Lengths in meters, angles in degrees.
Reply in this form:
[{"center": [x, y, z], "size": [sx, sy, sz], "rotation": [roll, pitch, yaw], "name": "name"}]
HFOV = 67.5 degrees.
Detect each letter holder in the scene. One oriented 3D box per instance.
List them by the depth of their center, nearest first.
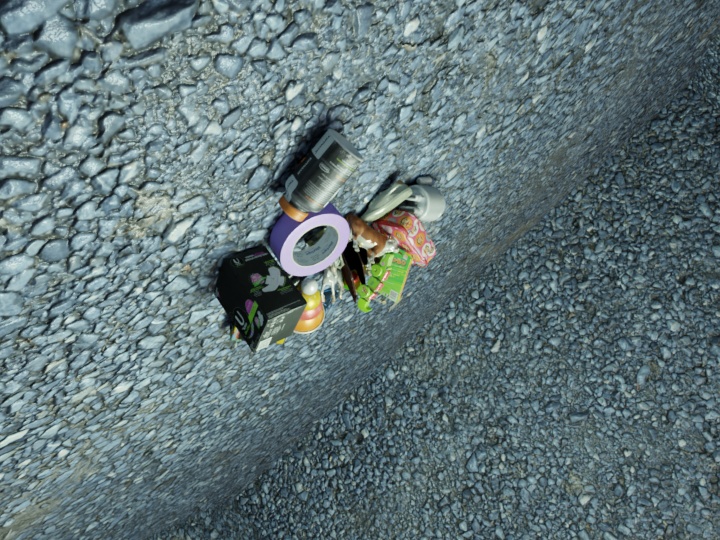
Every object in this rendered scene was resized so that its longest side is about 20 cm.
[{"center": [0.000, 0.000, 1.704], "size": [0.100, 0.143, 0.200], "rotation": [-18, 155, -6], "name": "letter holder"}]

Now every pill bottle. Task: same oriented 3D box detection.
[{"center": [-0.094, -0.202, 1.185], "size": [0.200, 0.106, 0.106], "rotation": [-47, 160, 17], "name": "pill bottle"}]

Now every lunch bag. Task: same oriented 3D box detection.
[{"center": [0.129, -0.107, 1.686], "size": [0.082, 0.176, 0.200], "rotation": [-51, 129, -17], "name": "lunch bag"}]

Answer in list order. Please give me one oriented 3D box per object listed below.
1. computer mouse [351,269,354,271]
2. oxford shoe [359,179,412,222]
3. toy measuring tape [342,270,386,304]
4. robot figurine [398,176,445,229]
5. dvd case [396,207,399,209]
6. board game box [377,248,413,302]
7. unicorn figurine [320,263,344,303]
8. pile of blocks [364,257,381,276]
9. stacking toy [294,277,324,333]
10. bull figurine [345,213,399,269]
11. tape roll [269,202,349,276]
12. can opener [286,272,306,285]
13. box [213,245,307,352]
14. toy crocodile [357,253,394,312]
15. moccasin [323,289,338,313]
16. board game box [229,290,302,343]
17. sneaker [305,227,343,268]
[{"center": [-0.014, -0.010, 1.864], "size": [0.058, 0.034, 0.200], "rotation": [-31, 158, -23], "name": "computer mouse"}, {"center": [0.064, -0.198, 1.576], "size": [0.199, 0.058, 0.075], "rotation": [-35, 173, 31], "name": "oxford shoe"}, {"center": [0.011, 0.049, 1.822], "size": [0.074, 0.199, 0.074], "rotation": [-44, 146, -41], "name": "toy measuring tape"}, {"center": [0.196, -0.211, 1.699], "size": [0.199, 0.112, 0.171], "rotation": [-8, 109, -56], "name": "robot figurine"}, {"center": [0.118, -0.140, 1.844], "size": [0.150, 0.025, 0.200], "rotation": [-45, 161, 11], "name": "dvd case"}, {"center": [0.102, 0.004, 1.706], "size": [0.030, 0.095, 0.201], "rotation": [-43, 156, -43], "name": "board game box"}, {"center": [-0.089, 0.031, 1.718], "size": [0.073, 0.139, 0.200], "rotation": [2, -171, -2], "name": "unicorn figurine"}, {"center": [0.050, -0.045, 1.843], "size": [0.062, 0.082, 0.200], "rotation": [-32, 174, -23], "name": "pile of blocks"}, {"center": [-0.162, 0.088, 1.612], "size": [0.146, 0.146, 0.200], "rotation": [-29, 161, -29], "name": "stacking toy"}, {"center": [0.024, -0.082, 1.573], "size": [0.065, 0.199, 0.122], "rotation": [-23, -138, 50], "name": "bull figurine"}, {"center": [-0.128, -0.082, 1.375], "size": [0.199, 0.066, 0.201], "rotation": [-25, 144, -20], "name": "tape roll"}, {"center": [-0.211, 0.027, 1.576], "size": [0.200, 0.053, 0.067], "rotation": [-40, -167, -5], "name": "can opener"}, {"center": [-0.252, 0.069, 1.334], "size": [0.124, 0.200, 0.149], "rotation": [-21, 154, -40], "name": "box"}, {"center": [0.048, 0.035, 1.658], "size": [0.201, 0.062, 0.067], "rotation": [-59, 162, 10], "name": "toy crocodile"}, {"center": [-0.149, 0.131, 1.863], "size": [0.199, 0.068, 0.081], "rotation": [-27, 157, -34], "name": "moccasin"}, {"center": [-0.272, 0.128, 1.540], "size": [0.164, 0.057, 0.200], "rotation": [7, 138, -25], "name": "board game box"}, {"center": [-0.088, -0.057, 1.539], "size": [0.077, 0.089, 0.200], "rotation": [-41, 160, 4], "name": "sneaker"}]
